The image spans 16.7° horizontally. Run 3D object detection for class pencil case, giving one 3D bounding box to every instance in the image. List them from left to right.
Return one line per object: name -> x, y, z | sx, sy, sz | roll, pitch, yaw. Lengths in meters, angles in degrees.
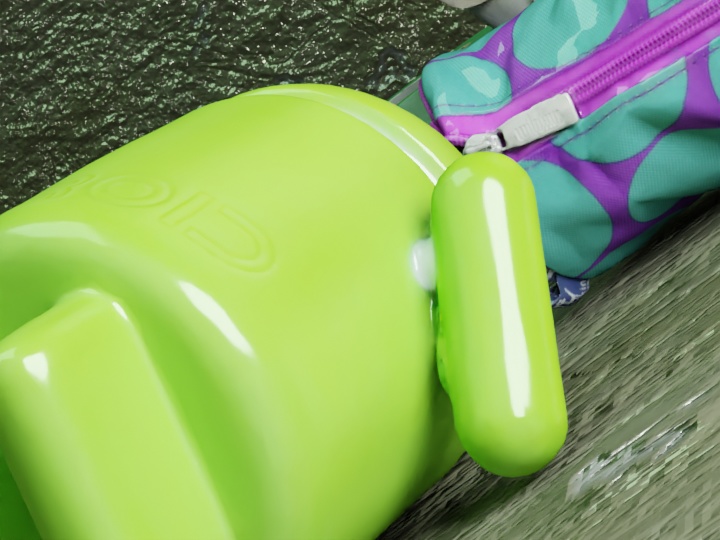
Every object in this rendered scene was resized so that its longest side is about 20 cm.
pencil case -> 0.110, -0.072, 0.690 | 0.200, 0.085, 0.092 | -35, -11, 35

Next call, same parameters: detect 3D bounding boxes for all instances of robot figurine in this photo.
robot figurine -> -0.033, 0.022, 0.609 | 0.175, 0.116, 0.200 | -22, 7, 34

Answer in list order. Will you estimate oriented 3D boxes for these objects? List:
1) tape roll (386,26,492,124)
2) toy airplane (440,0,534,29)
tape roll -> 0.032, -0.096, 1.720 | 0.200, 0.048, 0.200 | -37, 5, 4
toy airplane -> 0.120, -0.185, 1.362 | 0.199, 0.142, 0.199 | -10, 23, -7
